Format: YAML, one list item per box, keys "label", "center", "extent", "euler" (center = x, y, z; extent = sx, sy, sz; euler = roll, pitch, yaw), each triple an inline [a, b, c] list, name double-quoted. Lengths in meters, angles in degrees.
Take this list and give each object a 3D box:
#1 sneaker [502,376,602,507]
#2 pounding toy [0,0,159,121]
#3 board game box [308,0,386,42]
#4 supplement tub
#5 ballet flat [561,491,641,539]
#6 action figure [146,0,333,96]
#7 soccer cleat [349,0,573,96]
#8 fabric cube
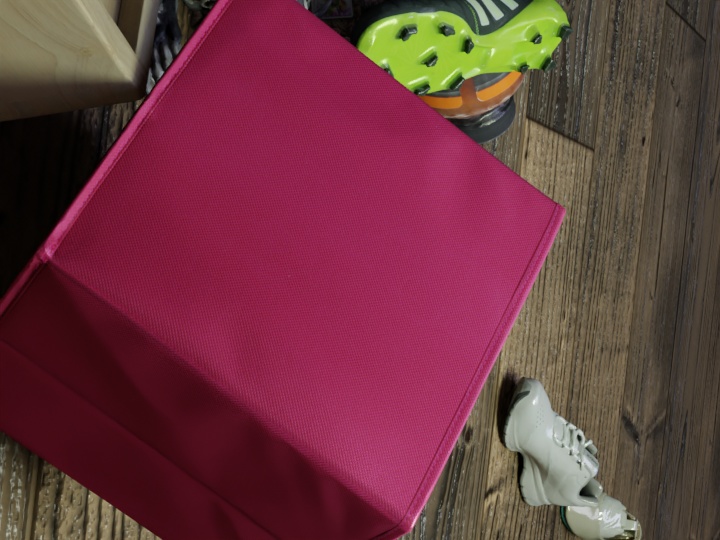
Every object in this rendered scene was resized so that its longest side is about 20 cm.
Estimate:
- label: "sneaker"
  center: [0.203, 0.178, 1.578]
  extent: [0.075, 0.087, 0.200]
  euler: [-65, 148, -31]
- label: "pounding toy"
  center: [-0.174, -0.150, 0.677]
  extent: [0.200, 0.141, 0.185]
  euler: [60, 29, -55]
- label: "board game box"
  center: [-0.017, -0.249, 1.002]
  extent: [0.160, 0.096, 0.201]
  euler: [-53, 141, -48]
- label: "supplement tub"
  center: [0.072, -0.195, 1.193]
  extent: [0.201, 0.106, 0.107]
  euler: [73, 34, -43]
- label: "ballet flat"
  center: [0.298, 0.300, 1.832]
  extent: [0.200, 0.069, 0.070]
  euler: [40, 59, -60]
- label: "action figure"
  center: [-0.084, -0.146, 0.869]
  extent: [0.200, 0.118, 0.103]
  euler: [13, 73, -55]
- label: "soccer cleat"
  center: [0.056, -0.162, 0.993]
  extent: [0.199, 0.081, 0.068]
  euler: [-12, 140, -45]
- label: "fabric cube"
  center: [-0.057, 0.015, 0.752]
  extent: [0.199, 0.200, 0.197]
  euler: [36, 58, -11]
